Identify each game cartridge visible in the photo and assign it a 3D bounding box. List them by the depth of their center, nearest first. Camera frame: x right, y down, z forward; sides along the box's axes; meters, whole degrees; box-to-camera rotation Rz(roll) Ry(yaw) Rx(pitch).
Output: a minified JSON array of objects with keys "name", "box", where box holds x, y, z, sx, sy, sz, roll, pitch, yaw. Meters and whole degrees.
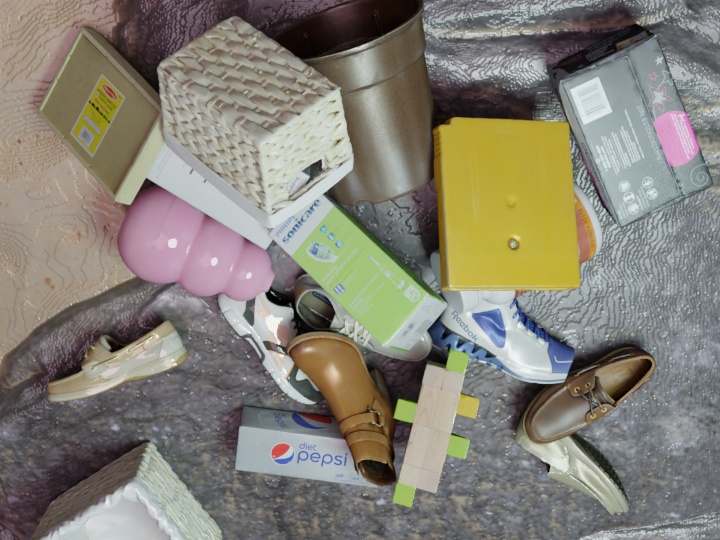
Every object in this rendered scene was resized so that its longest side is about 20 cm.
[{"name":"game cartridge","box":[0.172,-0.078,1.492,0.174,0.032,0.203,0,81,-20]}]

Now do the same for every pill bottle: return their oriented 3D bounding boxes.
[{"name":"pill bottle","box":[0.191,-0.028,1.572,0.198,0.112,0.113,-27,108,-13]}]

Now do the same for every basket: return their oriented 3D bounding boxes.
[{"name":"basket","box":[-0.120,-0.169,1.392,0.135,0.199,0.124,-38,147,-24]},{"name":"basket","box":[-0.312,0.370,1.701,0.199,0.161,0.199,-32,106,10]}]

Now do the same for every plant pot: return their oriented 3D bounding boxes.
[{"name":"plant pot","box":[0.004,-0.198,1.509,0.197,0.201,0.201,-15,115,4]}]

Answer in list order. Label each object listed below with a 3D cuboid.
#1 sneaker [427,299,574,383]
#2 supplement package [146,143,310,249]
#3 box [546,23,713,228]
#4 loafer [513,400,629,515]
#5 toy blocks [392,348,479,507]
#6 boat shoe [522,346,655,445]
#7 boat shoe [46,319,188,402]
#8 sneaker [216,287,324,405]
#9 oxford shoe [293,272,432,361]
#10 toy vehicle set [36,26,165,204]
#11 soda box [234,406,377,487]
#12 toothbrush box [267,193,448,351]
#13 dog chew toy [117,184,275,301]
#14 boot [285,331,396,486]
[{"name":"sneaker","box":[0.193,0.068,1.649,0.197,0.081,0.117,16,110,-4]},{"name":"supplement package","box":[-0.170,-0.135,1.559,0.199,0.114,0.110,31,106,-9]},{"name":"box","box":[0.326,-0.178,1.551,0.131,0.115,0.202,-24,105,7]},{"name":"loafer","box":[0.285,0.262,1.722,0.068,0.076,0.200,-43,94,14]},{"name":"toy blocks","box":[0.093,0.196,1.633,0.098,0.137,0.203,14,91,4]},{"name":"boat shoe","box":[0.301,0.160,1.657,0.198,0.068,0.073,-30,89,-11]},{"name":"boat shoe","box":[-0.327,0.117,1.670,0.197,0.074,0.070,-19,96,4]},{"name":"sneaker","box":[-0.101,0.089,1.657,0.080,0.074,0.201,-35,106,8]},{"name":"oxford shoe","box":[-0.002,0.069,1.641,0.198,0.058,0.076,27,120,2]},{"name":"toy vehicle set","box":[-0.306,-0.188,1.517,0.200,0.026,0.125,45,110,32]},{"name":"soda box","box":[-0.068,0.237,1.711,0.197,0.064,0.069,7,110,-3]},{"name":"toothbrush box","box":[0.000,0.000,1.547,0.200,0.146,0.086,44,95,13]},{"name":"dog chew toy","box":[-0.202,-0.025,1.587,0.198,0.125,0.126,25,107,-5]},{"name":"boot","box":[-0.020,0.178,1.610,0.076,0.157,0.200,-24,139,19]}]
